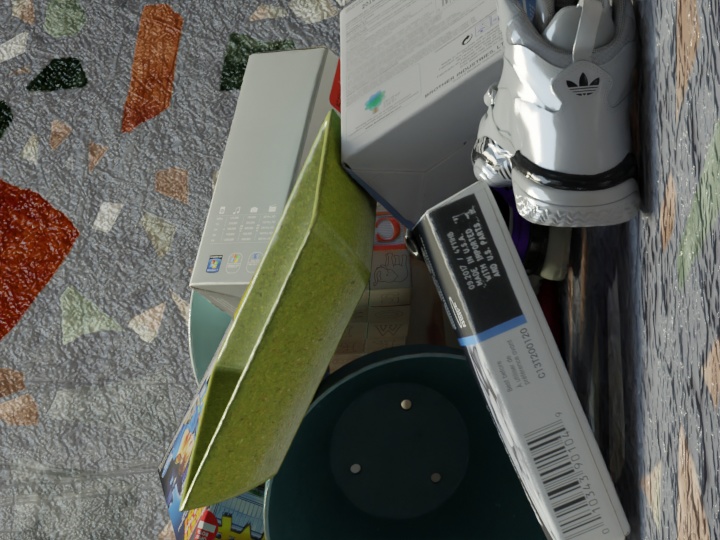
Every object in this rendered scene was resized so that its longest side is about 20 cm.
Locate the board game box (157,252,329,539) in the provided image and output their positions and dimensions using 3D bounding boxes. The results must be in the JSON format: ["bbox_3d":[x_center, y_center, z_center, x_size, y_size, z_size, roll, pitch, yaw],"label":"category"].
[{"bbox_3d":[-0.074,0.122,1.524,0.200,0.061,0.201,-100,34,-61],"label":"board game box"}]

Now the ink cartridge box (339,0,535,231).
[{"bbox_3d":[0.060,-0.137,1.372,0.076,0.136,0.201,43,-153,-32],"label":"ink cartridge box"}]

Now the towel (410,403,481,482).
[{"bbox_3d":[0.070,0.164,1.564,0.132,0.034,0.202,-154,66,-65],"label":"towel"}]

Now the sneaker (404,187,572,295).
[{"bbox_3d":[0.076,-0.023,1.472,0.200,0.099,0.070,129,145,-80],"label":"sneaker"}]

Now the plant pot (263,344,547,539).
[{"bbox_3d":[0.032,0.133,1.424,0.135,0.199,0.202,-119,27,-76],"label":"plant pot"}]

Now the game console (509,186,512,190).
[{"bbox_3d":[0.118,0.045,1.721,0.177,0.031,0.202,90,178,-81],"label":"game console"}]

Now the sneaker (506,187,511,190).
[{"bbox_3d":[0.091,-0.121,1.810,0.201,0.083,0.121,87,171,-50],"label":"sneaker"}]

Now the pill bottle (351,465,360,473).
[{"bbox_3d":[-0.031,0.164,1.713,0.200,0.112,0.114,-24,-67,-88],"label":"pill bottle"}]

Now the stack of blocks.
[{"bbox_3d":[0.000,0.000,1.563,0.200,0.058,0.116,95,172,-67],"label":"stack of blocks"}]

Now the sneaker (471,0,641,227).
[{"bbox_3d":[0.101,-0.095,1.142,0.200,0.075,0.116,-114,22,-75],"label":"sneaker"}]

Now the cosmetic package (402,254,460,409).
[{"bbox_3d":[0.066,0.052,1.699,0.103,0.087,0.202,102,167,-80],"label":"cosmetic package"}]

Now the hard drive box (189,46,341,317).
[{"bbox_3d":[-0.039,-0.048,1.738,0.156,0.076,0.201,38,-122,-49],"label":"hard drive box"}]

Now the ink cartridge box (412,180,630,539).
[{"bbox_3d":[0.085,0.055,1.232,0.200,0.043,0.199,64,-177,-88],"label":"ink cartridge box"}]

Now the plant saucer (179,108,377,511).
[{"bbox_3d":[-0.040,0.027,1.333,0.200,0.048,0.201,-86,19,-68],"label":"plant saucer"}]

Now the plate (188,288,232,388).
[{"bbox_3d":[-0.067,0.036,1.794,0.200,0.025,0.202,-12,-76,-53],"label":"plate"}]

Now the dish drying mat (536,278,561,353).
[{"bbox_3d":[0.122,0.036,1.537,0.077,0.018,0.201,111,162,-62],"label":"dish drying mat"}]
